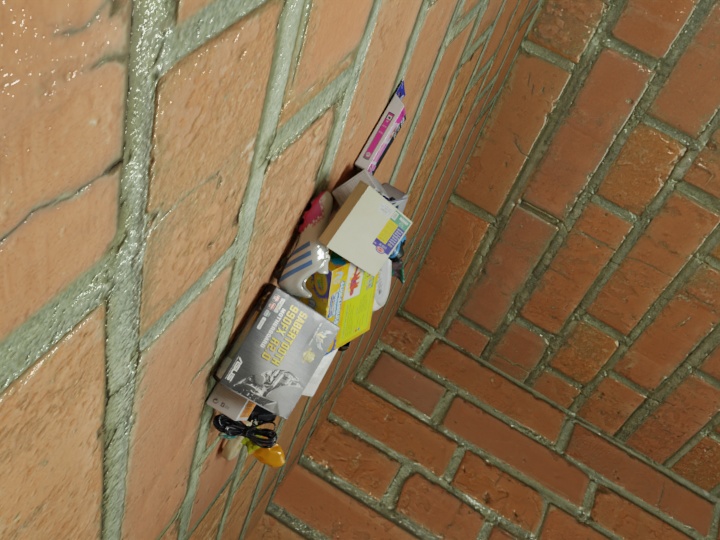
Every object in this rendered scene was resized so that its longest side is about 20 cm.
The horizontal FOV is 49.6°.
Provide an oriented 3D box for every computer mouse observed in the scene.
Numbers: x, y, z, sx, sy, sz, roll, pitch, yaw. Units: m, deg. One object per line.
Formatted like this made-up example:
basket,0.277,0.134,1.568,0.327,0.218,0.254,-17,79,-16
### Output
computer mouse,-0.210,0.254,1.608,0.053,0.137,0.201,100,9,-75

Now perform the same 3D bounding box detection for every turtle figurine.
turtle figurine,0.010,0.011,1.954,0.150,0.198,0.102,-56,140,-86

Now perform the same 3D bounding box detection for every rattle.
rattle,-0.248,0.403,1.802,0.130,0.143,0.200,-35,167,-26

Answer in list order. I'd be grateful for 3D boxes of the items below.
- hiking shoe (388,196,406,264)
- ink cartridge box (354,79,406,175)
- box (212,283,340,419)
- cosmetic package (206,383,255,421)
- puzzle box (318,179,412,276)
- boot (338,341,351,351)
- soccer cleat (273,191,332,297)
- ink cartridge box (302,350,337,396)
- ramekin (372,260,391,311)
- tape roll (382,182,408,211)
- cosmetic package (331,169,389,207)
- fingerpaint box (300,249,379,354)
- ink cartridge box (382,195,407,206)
hiking shoe,0.058,-0.085,1.673,0.074,0.087,0.200,-29,-158,23
ink cartridge box,0.053,-0.288,1.613,0.201,0.037,0.095,-62,172,-2
box,-0.153,0.150,1.434,0.201,0.158,0.048,-59,-153,-7
cosmetic package,-0.209,0.188,1.510,0.201,0.071,0.101,-60,172,-7
puzzle box,0.014,-0.073,1.449,0.133,0.025,0.200,-55,148,2
boot,-0.049,0.092,1.825,0.097,0.074,0.202,-177,-103,-81
soccer cleat,-0.082,-0.044,1.429,0.201,0.086,0.070,-64,171,8
ink cartridge box,-0.131,0.173,1.700,0.160,0.050,0.201,18,105,-37
ramekin,0.000,0.000,1.742,0.200,0.104,0.202,2,90,-73
tape roll,0.048,-0.124,2.024,0.201,0.066,0.200,-58,172,-13
cosmetic package,0.004,-0.154,1.607,0.082,0.051,0.200,-32,175,8
fingerpaint box,-0.044,0.050,1.569,0.166,0.073,0.201,-27,134,-47
ink cartridge box,-0.006,-0.100,1.557,0.199,0.039,0.099,-35,173,25
